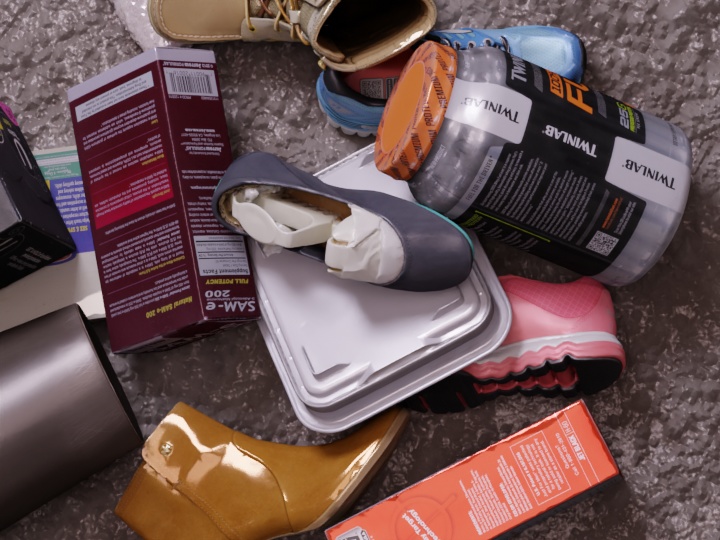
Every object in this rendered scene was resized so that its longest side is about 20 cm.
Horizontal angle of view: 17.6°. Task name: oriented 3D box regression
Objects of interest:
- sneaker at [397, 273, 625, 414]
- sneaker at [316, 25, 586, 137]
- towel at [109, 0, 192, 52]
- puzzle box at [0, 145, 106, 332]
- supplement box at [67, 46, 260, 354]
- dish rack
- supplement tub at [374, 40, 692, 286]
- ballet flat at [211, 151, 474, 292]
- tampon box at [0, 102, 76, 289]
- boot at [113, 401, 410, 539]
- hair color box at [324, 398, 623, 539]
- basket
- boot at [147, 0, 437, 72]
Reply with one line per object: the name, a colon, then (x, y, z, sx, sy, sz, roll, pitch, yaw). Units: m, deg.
sneaker: (0.089, 0.047, 1.656, 0.199, 0.074, 0.087, -5, 60, 10)
sneaker: (0.064, -0.137, 1.662, 0.199, 0.090, 0.079, -9, 81, 6)
towel: (-0.111, -0.258, 1.733, 0.200, 0.034, 0.133, -38, 78, 2)
puzzle box: (-0.281, -0.016, 1.730, 0.199, 0.025, 0.134, -7, 81, 7)
supplement box: (-0.142, -0.049, 1.672, 0.108, 0.061, 0.201, -18, 78, 43)
dish rack: (0.000, 0.000, 1.639, 0.171, 0.044, 0.201, -27, 56, 4)
supplement tub: (0.118, -0.077, 1.597, 0.199, 0.122, 0.123, 21, 85, -16)
ballet flat: (-0.020, -0.025, 1.586, 0.199, 0.073, 0.073, 22, 86, 27)
tampon box: (-0.331, -0.033, 1.650, 0.199, 0.150, 0.127, -28, 80, 4)
boot: (-0.074, 0.137, 1.657, 0.144, 0.071, 0.201, 41, 94, 11)
hair color box: (0.081, 0.163, 1.615, 0.199, 0.102, 0.062, -28, 80, 3)
basket: (-0.267, 0.116, 1.655, 0.199, 0.180, 0.137, -26, 122, -4)
boot: (-0.050, -0.184, 1.639, 0.199, 0.156, 0.073, -7, 112, -5)
